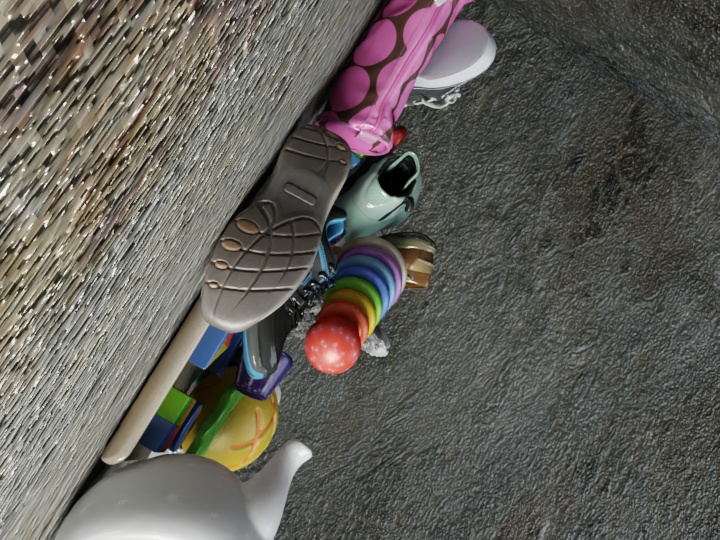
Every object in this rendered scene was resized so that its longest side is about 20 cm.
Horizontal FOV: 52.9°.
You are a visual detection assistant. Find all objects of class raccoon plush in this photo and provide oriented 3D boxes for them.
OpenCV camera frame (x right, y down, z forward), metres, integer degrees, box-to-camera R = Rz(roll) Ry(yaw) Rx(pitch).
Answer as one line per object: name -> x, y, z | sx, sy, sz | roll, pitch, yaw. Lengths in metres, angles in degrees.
raccoon plush -> -0.071, 0.076, 0.875 | 0.134, 0.200, 0.097 | -34, -158, 17

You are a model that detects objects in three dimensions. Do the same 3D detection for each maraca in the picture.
maraca -> -0.150, 0.166, 0.814 | 0.138, 0.106, 0.200 | -59, 176, -15

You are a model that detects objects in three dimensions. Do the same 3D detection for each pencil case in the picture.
pencil case -> 0.037, -0.207, 0.694 | 0.093, 0.090, 0.201 | 28, -90, 52

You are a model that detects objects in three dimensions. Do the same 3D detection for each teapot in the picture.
teapot -> -0.163, 0.233, 0.626 | 0.146, 0.198, 0.199 | -89, -164, -63

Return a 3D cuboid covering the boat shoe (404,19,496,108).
boat shoe -> 0.077, -0.209, 0.778 | 0.199, 0.068, 0.074 | -2, -115, 51

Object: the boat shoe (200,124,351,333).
boat shoe -> -0.067, -0.029, 0.605 | 0.201, 0.074, 0.073 | -60, -178, -27

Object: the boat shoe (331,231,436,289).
boat shoe -> 0.000, 0.000, 0.921 | 0.076, 0.198, 0.075 | 26, 61, -58

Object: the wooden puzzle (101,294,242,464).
wooden puzzle -> -0.160, 0.100, 0.682 | 0.186, 0.046, 0.200 | -61, -177, -15

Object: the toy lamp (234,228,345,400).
toy lamp -> -0.074, 0.036, 0.750 | 0.058, 0.058, 0.201 | 126, -12, -67

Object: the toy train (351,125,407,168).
toy train -> -0.007, -0.158, 0.909 | 0.116, 0.085, 0.200 | -48, -176, 14

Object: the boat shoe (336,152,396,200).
boat shoe -> 0.012, -0.115, 0.983 | 0.200, 0.061, 0.075 | -41, 144, -55

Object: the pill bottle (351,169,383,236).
pill bottle -> -0.025, -0.076, 1.093 | 0.113, 0.112, 0.201 | -58, -160, 27

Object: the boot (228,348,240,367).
boot -> -0.129, 0.042, 0.967 | 0.201, 0.065, 0.165 | -58, -170, -16

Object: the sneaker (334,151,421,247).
sneaker -> 0.048, -0.102, 0.865 | 0.118, 0.074, 0.200 | -36, -176, 40

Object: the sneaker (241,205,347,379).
sneaker -> -0.062, 0.009, 0.684 | 0.073, 0.081, 0.202 | 112, -10, -61

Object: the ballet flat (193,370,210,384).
ballet flat -> -0.173, 0.111, 1.085 | 0.068, 0.068, 0.201 | -56, -175, 45

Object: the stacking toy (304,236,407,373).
stacking toy -> -0.006, 0.039, 0.744 | 0.086, 0.085, 0.200 | -58, -177, 28

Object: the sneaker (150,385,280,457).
sneaker -> -0.201, 0.209, 0.951 | 0.199, 0.073, 0.112 | -31, -176, -26
